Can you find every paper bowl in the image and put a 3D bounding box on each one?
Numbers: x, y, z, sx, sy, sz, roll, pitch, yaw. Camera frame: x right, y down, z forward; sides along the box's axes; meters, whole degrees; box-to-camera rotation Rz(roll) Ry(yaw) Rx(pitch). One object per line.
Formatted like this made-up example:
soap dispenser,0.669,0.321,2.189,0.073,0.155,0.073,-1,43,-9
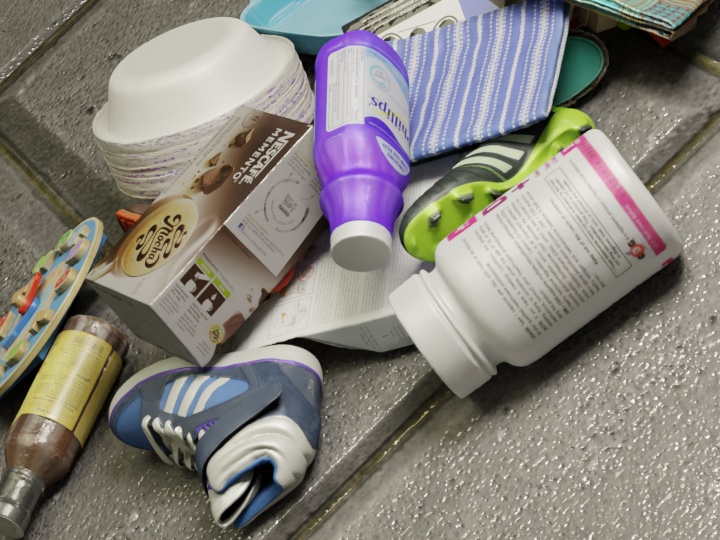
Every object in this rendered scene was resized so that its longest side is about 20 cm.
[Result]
paper bowl,-0.148,-0.157,1.915,0.200,0.105,0.201,-19,24,9

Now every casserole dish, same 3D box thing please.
casserole dish,-0.025,-0.243,1.975,0.121,0.039,0.199,-41,35,-27

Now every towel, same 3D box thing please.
towel,0.195,-0.254,1.705,0.199,0.022,0.147,24,41,23
towel,0.075,-0.153,1.708,0.199,0.024,0.145,-15,45,34

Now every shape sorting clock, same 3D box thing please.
shape sorting clock,-0.295,0.036,1.901,0.200,0.039,0.200,-53,15,20

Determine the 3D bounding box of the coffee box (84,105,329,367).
coffee box,-0.110,-0.030,1.700,0.200,0.080,0.113,-49,34,-15

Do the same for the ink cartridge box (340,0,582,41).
ink cartridge box,0.087,-0.213,1.830,0.199,0.044,0.094,-26,64,18

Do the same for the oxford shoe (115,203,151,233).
oxford shoe,-0.134,-0.032,1.855,0.199,0.071,0.073,17,57,39

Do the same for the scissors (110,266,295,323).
scissors,-0.124,0.003,1.763,0.199,0.014,0.073,-14,45,34

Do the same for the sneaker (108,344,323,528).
sneaker,-0.124,0.140,1.650,0.199,0.081,0.147,-14,39,23

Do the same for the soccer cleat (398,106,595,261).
soccer cleat,0.100,-0.069,1.655,0.200,0.068,0.081,-32,34,-26

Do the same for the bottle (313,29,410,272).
bottle,0.001,-0.092,1.645,0.065,0.084,0.201,-22,47,26

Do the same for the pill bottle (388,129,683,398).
pill bottle,0.126,-0.002,1.548,0.200,0.113,0.114,-37,37,5

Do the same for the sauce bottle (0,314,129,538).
sauce bottle,-0.264,0.132,1.796,0.064,0.065,0.201,-5,48,38

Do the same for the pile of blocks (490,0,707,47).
pile of blocks,0.192,-0.229,1.742,0.199,0.062,0.082,17,38,15

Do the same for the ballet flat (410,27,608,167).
ballet flat,0.113,-0.146,1.752,0.199,0.076,0.064,-26,5,11

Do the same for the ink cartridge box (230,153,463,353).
ink cartridge box,0.000,0.000,1.709,0.199,0.050,0.163,-17,43,28
